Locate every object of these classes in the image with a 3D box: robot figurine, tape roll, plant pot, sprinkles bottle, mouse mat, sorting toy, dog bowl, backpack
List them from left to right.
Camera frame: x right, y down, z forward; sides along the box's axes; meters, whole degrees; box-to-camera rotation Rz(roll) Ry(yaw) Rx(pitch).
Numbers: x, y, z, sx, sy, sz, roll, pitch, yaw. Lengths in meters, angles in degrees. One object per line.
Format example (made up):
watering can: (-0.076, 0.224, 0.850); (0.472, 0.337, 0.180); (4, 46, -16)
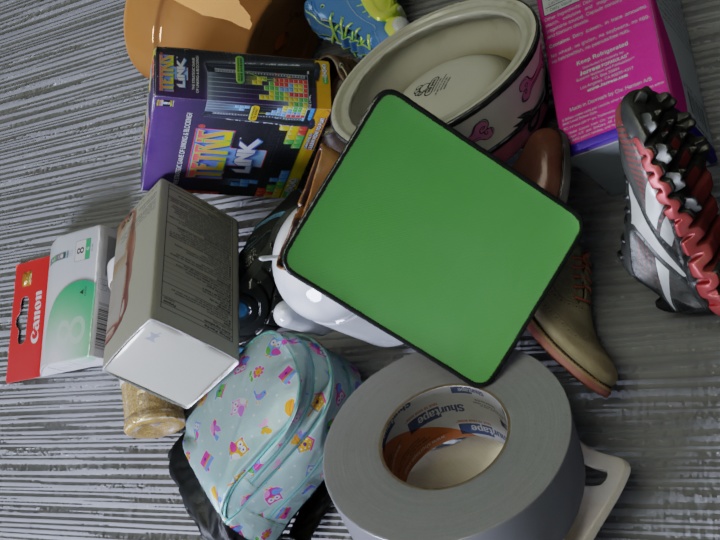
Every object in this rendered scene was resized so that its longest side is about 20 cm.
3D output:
sprinkles bottle: (-0.234, 0.079, 1.208); (0.068, 0.068, 0.202); (-25, 62, 27)
plant pot: (-0.135, -0.269, 1.183); (0.139, 0.200, 0.201); (30, 94, 22)
backpack: (-0.084, 0.156, 1.037); (0.200, 0.126, 0.167); (-48, 50, 10)
robot figurine: (0.000, 0.000, 0.978); (0.169, 0.199, 0.113); (-43, 54, 18)
mouse mat: (0.058, -0.022, 0.851); (0.162, 0.199, 0.008); (-58, 13, 1)
dog bowl: (0.076, -0.150, 0.969); (0.199, 0.074, 0.201); (-23, 36, 18)
tape roll: (0.073, 0.150, 0.868); (0.198, 0.066, 0.201); (-14, 37, 11)
sorting toy: (0.124, 0.196, 0.897); (0.180, 0.107, 0.200); (-49, 41, -3)

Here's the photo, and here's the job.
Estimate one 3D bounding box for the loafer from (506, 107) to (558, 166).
loafer: (0.116, -0.116, 1.026); (0.199, 0.073, 0.072); (11, 53, 42)

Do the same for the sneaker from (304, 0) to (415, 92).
sneaker: (0.000, -0.237, 1.121); (0.104, 0.076, 0.201); (-13, 55, 5)

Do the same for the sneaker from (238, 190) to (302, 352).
sneaker: (-0.100, 0.005, 1.147); (0.200, 0.073, 0.082); (-48, 26, 18)

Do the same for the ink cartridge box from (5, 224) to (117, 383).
ink cartridge box: (-0.373, 0.043, 1.334); (0.199, 0.050, 0.163); (-11, 69, 31)

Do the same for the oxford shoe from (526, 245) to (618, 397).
oxford shoe: (0.168, 0.015, 0.935); (0.075, 0.070, 0.201); (-40, 56, 16)

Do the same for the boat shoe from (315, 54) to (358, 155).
boat shoe: (-0.021, -0.124, 1.114); (0.074, 0.075, 0.204); (-20, 64, 29)

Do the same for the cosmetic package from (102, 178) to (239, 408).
cosmetic package: (-0.181, 0.020, 1.076); (0.087, 0.103, 0.201); (-42, 33, 28)

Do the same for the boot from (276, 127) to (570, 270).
boot: (0.052, -0.057, 0.880); (0.189, 0.199, 0.069); (-63, 19, 16)

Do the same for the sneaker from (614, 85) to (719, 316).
sneaker: (0.233, -0.044, 0.855); (0.097, 0.201, 0.071); (-11, 27, 46)

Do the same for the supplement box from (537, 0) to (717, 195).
supplement box: (0.222, -0.183, 0.939); (0.103, 0.101, 0.202); (-17, 65, 31)

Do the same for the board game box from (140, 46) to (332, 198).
board game box: (-0.128, -0.138, 1.083); (0.200, 0.164, 0.057); (123, 145, -65)
